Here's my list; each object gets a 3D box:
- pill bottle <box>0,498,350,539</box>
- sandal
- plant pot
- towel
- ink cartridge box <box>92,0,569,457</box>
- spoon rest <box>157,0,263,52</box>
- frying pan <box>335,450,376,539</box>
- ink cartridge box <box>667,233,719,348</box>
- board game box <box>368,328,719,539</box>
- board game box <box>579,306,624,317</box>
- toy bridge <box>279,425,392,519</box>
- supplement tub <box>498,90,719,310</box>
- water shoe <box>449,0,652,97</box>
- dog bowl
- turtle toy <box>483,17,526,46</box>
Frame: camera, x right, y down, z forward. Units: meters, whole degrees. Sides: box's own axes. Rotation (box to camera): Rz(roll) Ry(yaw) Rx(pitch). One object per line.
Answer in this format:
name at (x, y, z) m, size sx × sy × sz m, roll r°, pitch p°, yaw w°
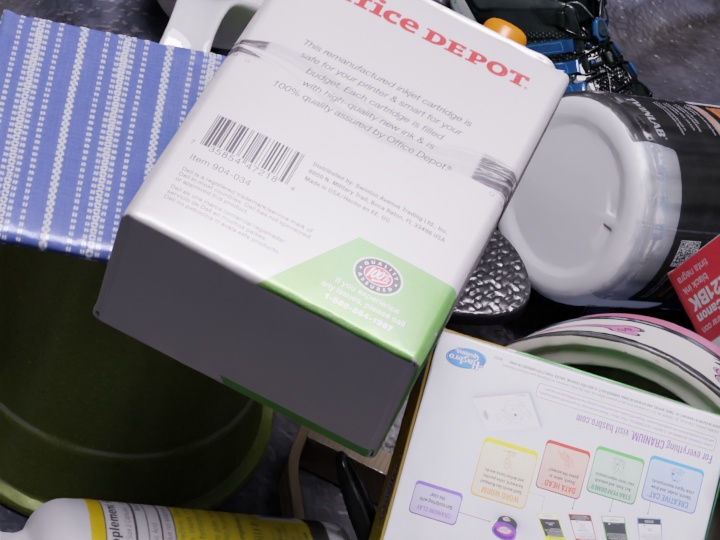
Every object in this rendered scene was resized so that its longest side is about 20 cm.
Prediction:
pill bottle at (-0.108, 0.167, 1.255) m, size 0.200 × 0.111 × 0.111 m, roll 7°, pitch 47°, yaw -14°
sandal at (0.000, 0.000, 1.491) m, size 0.200 × 0.045 × 0.075 m, roll 7°, pitch 49°, yaw 12°
plant pot at (-0.118, 0.000, 1.349) m, size 0.200 × 0.190 × 0.200 m, roll 11°, pitch 46°, yaw -12°
towel at (-0.087, -0.051, 1.262) m, size 0.200 × 0.024 × 0.145 m, roll 12°, pitch 49°, yaw -9°
ink cartridge box at (-0.010, -0.036, 1.205) m, size 0.145 × 0.084 × 0.200 m, roll 27°, pitch 50°, yaw 4°
spoon rest at (-0.089, -0.152, 1.561) m, size 0.099 × 0.061 × 0.200 m, roll 17°, pitch 29°, yaw 0°
frying pan at (0.035, 0.182, 1.279) m, size 0.031 × 0.115 × 0.190 m, roll -13°, pitch 79°, yaw 18°
ink cartridge box at (0.276, 0.058, 1.383) m, size 0.144 × 0.084 × 0.200 m, roll -14°, pitch 71°, yaw -38°
board game box at (0.077, 0.144, 1.223) m, size 0.153 × 0.040 × 0.200 m, roll 18°, pitch 75°, yaw -4°
board game box at (0.186, 0.115, 1.465) m, size 0.200 × 0.037 × 0.151 m, roll 29°, pitch 45°, yaw 8°
toy bridge at (-0.004, 0.103, 1.411) m, size 0.067 × 0.027 × 0.200 m, roll 25°, pitch 45°, yaw 4°
supplement tub at (0.186, -0.037, 1.523) m, size 0.200 × 0.123 × 0.123 m, roll 4°, pitch 45°, yaw -43°
water shoe at (0.130, -0.138, 1.646) m, size 0.071 × 0.079 × 0.200 m, roll -26°, pitch 63°, yaw -36°
dog bowl at (0.132, 0.110, 1.348) m, size 0.200 × 0.200 × 0.074 m, roll 32°, pitch 31°, yaw 9°
turtle toy at (0.039, -0.091, 1.552) m, size 0.200 × 0.101 × 0.146 m, roll -4°, pitch 51°, yaw -24°
